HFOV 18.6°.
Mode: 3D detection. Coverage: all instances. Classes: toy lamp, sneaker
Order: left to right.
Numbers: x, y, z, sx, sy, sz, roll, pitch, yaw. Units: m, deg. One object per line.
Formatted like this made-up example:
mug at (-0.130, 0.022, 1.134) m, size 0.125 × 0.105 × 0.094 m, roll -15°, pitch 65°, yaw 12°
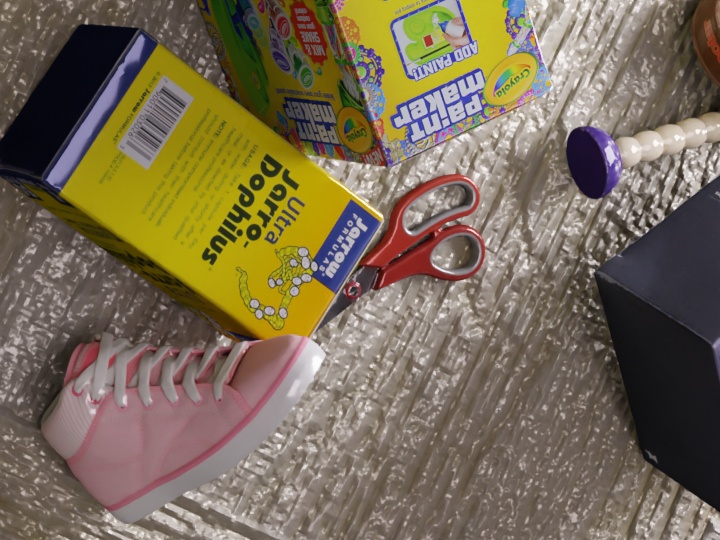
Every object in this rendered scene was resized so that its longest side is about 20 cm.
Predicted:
sneaker at (-0.117, 0.074, 1.318) m, size 0.105 × 0.200 × 0.075 m, roll 46°, pitch 39°, yaw -13°
toy lamp at (0.241, -0.097, 1.538) m, size 0.199 × 0.058 × 0.058 m, roll -18°, pitch 104°, yaw -22°

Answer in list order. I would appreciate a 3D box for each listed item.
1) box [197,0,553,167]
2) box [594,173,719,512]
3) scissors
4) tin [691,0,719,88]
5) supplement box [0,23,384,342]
box at (-0.008, -0.178, 1.321) m, size 0.122 × 0.200 × 0.193 m, roll -26°, pitch 106°, yaw -21°
box at (0.285, 0.038, 1.506) m, size 0.198 × 0.123 × 0.200 m, roll -37°, pitch 134°, yaw -17°
scissors at (0.000, 0.000, 1.454) m, size 0.200 × 0.014 × 0.073 m, roll -25°, pitch 109°, yaw -21°
tin at (0.327, -0.164, 1.551) m, size 0.199 × 0.042 × 0.112 m, roll -6°, pitch 67°, yaw -27°
supplement box at (-0.106, -0.048, 1.338) m, size 0.200 × 0.109 × 0.110 m, roll 37°, pitch 80°, yaw -26°
